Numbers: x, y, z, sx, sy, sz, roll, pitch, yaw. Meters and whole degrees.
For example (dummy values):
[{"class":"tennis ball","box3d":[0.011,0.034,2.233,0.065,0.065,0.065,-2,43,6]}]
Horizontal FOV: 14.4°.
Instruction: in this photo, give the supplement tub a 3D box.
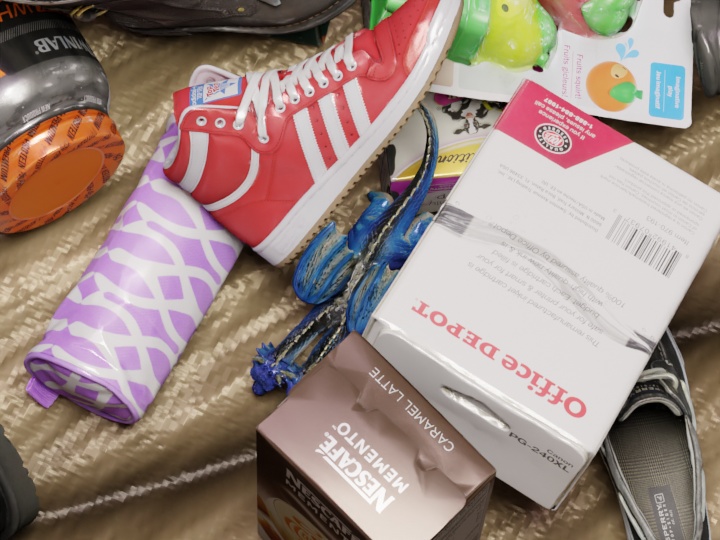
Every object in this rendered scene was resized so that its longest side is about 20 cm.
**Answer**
[{"class":"supplement tub","box3d":[-0.233,-0.130,1.731,0.122,0.123,0.201,-30,73,-13]}]

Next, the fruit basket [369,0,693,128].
[{"class":"fruit basket","box3d":[0.107,-0.185,1.714,0.198,0.094,0.187,6,68,-3]}]

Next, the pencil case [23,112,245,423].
[{"class":"pencil case","box3d":[-0.124,-0.006,1.709,0.085,0.084,0.201,8,59,43]}]

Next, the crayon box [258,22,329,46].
[{"class":"crayon box","box3d":[-0.062,-0.250,1.817,0.126,0.051,0.201,11,69,8]}]

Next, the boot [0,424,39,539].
[{"class":"boot","box3d":[-0.291,0.099,1.614,0.158,0.079,0.212,-33,87,-41]}]

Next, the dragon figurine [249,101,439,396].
[{"class":"dragon figurine","box3d":[0.000,0.000,1.678,0.059,0.201,0.099,34,33,9]}]

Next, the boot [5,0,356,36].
[{"class":"boot","box3d":[-0.106,-0.172,1.660,0.199,0.174,0.070,-10,87,20]}]

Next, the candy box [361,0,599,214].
[{"class":"candy box","box3d":[0.072,-0.140,1.776,0.135,0.061,0.201,-5,69,-4]}]

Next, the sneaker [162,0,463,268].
[{"class":"sneaker","box3d":[-0.034,-0.105,1.636,0.112,0.071,0.200,34,111,-11]}]

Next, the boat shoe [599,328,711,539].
[{"class":"boat shoe","box3d":[0.171,0.086,1.684,0.072,0.071,0.201,-15,69,-7]}]

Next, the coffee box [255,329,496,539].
[{"class":"coffee box","box3d":[0.005,0.129,1.594,0.114,0.200,0.080,43,73,15]}]

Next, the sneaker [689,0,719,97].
[{"class":"sneaker","box3d":[0.254,-0.172,1.751,0.090,0.076,0.201,-7,36,16]}]

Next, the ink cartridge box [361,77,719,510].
[{"class":"ink cartridge box","box3d":[0.102,0.013,1.626,0.145,0.084,0.200,32,58,3]}]
